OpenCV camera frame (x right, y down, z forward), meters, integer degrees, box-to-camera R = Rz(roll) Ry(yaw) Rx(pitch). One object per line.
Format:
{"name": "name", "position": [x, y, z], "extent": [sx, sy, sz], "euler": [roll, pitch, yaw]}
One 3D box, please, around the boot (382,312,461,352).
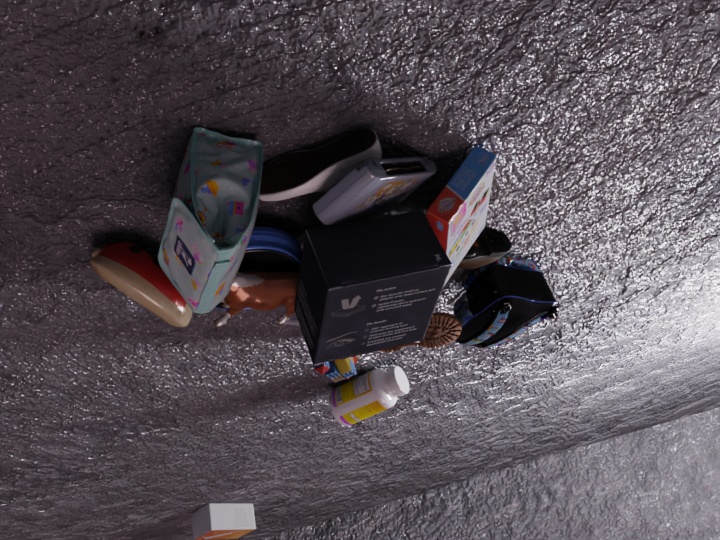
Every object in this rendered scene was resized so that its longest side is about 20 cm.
{"name": "boot", "position": [0.127, 0.111, 1.452], "extent": [0.198, 0.076, 0.107], "euler": [-9, -160, 29]}

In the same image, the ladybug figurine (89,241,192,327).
{"name": "ladybug figurine", "position": [-0.345, 0.017, 1.113], "extent": [0.072, 0.135, 0.200], "euler": [-56, 131, -13]}

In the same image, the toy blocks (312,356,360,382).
{"name": "toy blocks", "position": [-0.053, 0.169, 1.456], "extent": [0.099, 0.138, 0.200], "euler": [-23, 149, 15]}

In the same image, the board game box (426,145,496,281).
{"name": "board game box", "position": [0.162, -0.084, 1.139], "extent": [0.153, 0.040, 0.201], "euler": [-52, 159, -24]}

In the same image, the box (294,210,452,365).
{"name": "box", "position": [0.012, 0.028, 1.064], "extent": [0.194, 0.118, 0.201], "euler": [-10, 144, -20]}

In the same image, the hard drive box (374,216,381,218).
{"name": "hard drive box", "position": [0.000, 0.000, 1.263], "extent": [0.199, 0.078, 0.155], "euler": [-30, 145, 26]}

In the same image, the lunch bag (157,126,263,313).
{"name": "lunch bag", "position": [-0.205, -0.062, 0.944], "extent": [0.121, 0.202, 0.171], "euler": [10, 144, -21]}

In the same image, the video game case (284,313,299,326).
{"name": "video game case", "position": [-0.016, 0.110, 1.308], "extent": [0.199, 0.024, 0.181], "euler": [15, 170, -43]}

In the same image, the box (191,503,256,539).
{"name": "box", "position": [-0.506, 0.930, 2.550], "extent": [0.199, 0.098, 0.124], "euler": [18, 137, -42]}

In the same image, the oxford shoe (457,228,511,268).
{"name": "oxford shoe", "position": [0.184, -0.032, 1.292], "extent": [0.198, 0.073, 0.085], "euler": [4, 147, -28]}

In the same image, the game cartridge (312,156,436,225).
{"name": "game cartridge", "position": [0.021, -0.119, 1.039], "extent": [0.133, 0.042, 0.199], "euler": [-42, 166, 33]}

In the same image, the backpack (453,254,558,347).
{"name": "backpack", "position": [0.283, 0.075, 1.445], "extent": [0.181, 0.136, 0.200], "euler": [8, 143, -33]}

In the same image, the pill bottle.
{"name": "pill bottle", "position": [0.024, 0.317, 1.763], "extent": [0.199, 0.105, 0.104], "euler": [-27, 147, 22]}

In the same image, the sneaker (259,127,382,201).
{"name": "sneaker", "position": [-0.059, -0.135, 1.018], "extent": [0.198, 0.073, 0.085], "euler": [-18, 147, 4]}

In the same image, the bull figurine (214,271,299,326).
{"name": "bull figurine", "position": [-0.176, 0.037, 1.115], "extent": [0.198, 0.066, 0.122], "euler": [5, 145, -30]}

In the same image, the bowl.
{"name": "bowl", "position": [-0.190, 0.003, 1.155], "extent": [0.198, 0.040, 0.201], "euler": [-12, 149, -7]}
